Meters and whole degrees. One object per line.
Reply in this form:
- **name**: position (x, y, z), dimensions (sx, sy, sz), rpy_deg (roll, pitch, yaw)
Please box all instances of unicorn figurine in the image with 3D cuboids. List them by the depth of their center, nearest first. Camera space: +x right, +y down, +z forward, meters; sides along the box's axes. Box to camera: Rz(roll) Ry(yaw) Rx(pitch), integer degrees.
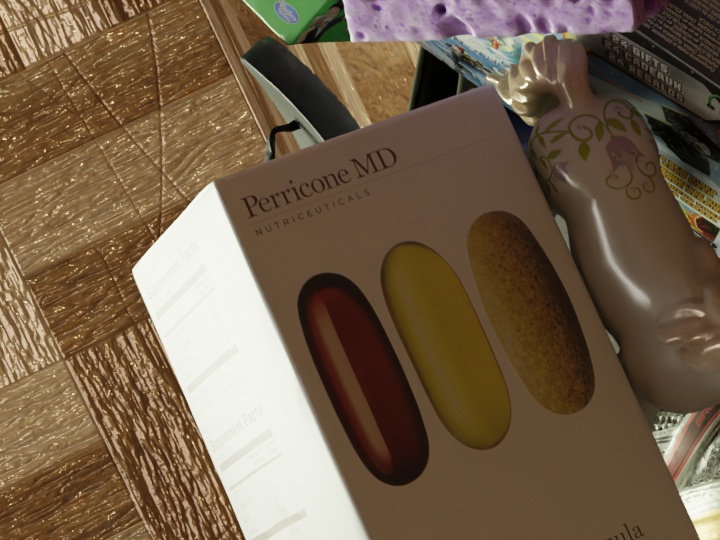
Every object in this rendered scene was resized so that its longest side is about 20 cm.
- **unicorn figurine**: position (0.102, 0.007, 0.824), dimensions (0.200, 0.074, 0.137), rpy_deg (49, 158, 4)

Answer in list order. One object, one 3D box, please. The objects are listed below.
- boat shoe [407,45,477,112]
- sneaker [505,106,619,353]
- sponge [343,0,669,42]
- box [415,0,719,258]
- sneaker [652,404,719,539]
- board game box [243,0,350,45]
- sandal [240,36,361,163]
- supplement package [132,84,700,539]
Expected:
- **boat shoe**: position (0.039, -0.043, 1.096), dimensions (0.072, 0.060, 0.202), rpy_deg (-42, 27, 58)
- **sneaker**: position (0.090, 0.026, 1.014), dimensions (0.199, 0.115, 0.081), rpy_deg (51, -175, -25)
- **sponge**: position (0.031, -0.173, 0.776), dimensions (0.112, 0.030, 0.200), rpy_deg (3, 113, 35)
- **box**: position (0.069, -0.095, 0.878), dimensions (0.200, 0.040, 0.137), rpy_deg (37, 167, 16)
- **sneaker**: position (0.115, 0.074, 0.942), dimensions (0.200, 0.078, 0.082), rpy_deg (-28, 78, 51)
- **board game box**: position (-0.061, -0.173, 1.040), dimensions (0.200, 0.029, 0.135), rpy_deg (46, -160, 12)
- **sandal**: position (0.000, 0.000, 0.986), dimensions (0.200, 0.043, 0.076), rpy_deg (64, 171, -13)
- **supplement package**: position (0.020, 0.058, 0.832), dimensions (0.200, 0.114, 0.110), rpy_deg (66, 156, 7)
